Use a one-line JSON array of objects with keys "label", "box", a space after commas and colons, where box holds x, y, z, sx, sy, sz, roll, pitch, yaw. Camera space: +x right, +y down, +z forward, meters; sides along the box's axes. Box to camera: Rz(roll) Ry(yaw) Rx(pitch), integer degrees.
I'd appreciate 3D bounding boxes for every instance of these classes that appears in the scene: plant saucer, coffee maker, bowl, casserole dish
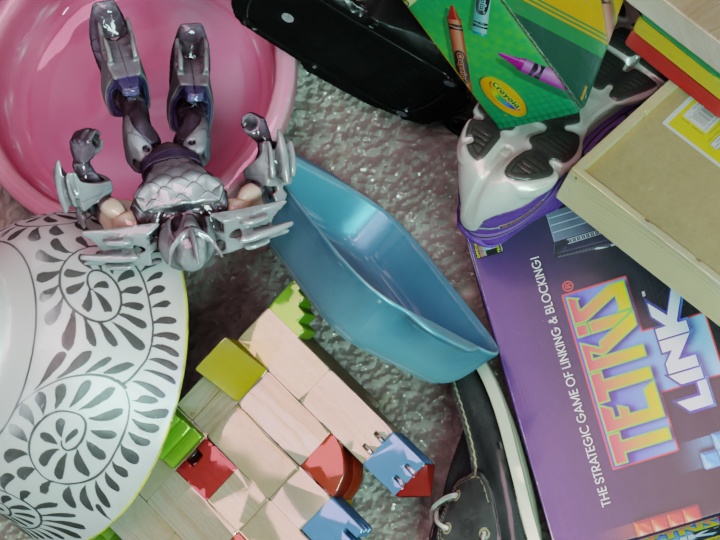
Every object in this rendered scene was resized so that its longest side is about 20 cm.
[{"label": "plant saucer", "box": [-0.132, -0.109, 1.688, 0.200, 0.051, 0.201, -4, 71, 11]}, {"label": "coffee maker", "box": [0.045, -0.198, 1.644, 0.135, 0.192, 0.200, 4, 62, 49]}, {"label": "bowl", "box": [-0.190, 0.048, 1.564, 0.201, 0.094, 0.201, -22, 61, 47]}, {"label": "casserole dish", "box": [0.000, 0.000, 1.570, 0.039, 0.121, 0.200, -52, 38, 13]}]

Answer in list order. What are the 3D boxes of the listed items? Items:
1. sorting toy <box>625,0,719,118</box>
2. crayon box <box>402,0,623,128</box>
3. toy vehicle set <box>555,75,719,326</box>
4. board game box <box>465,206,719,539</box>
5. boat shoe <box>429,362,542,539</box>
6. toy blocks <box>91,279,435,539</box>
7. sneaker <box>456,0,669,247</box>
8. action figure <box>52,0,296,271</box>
[{"label": "sorting toy", "box": [0.265, -0.130, 1.556, 0.199, 0.070, 0.200, 40, 51, 13]}, {"label": "crayon box", "box": [0.094, -0.190, 1.528, 0.058, 0.119, 0.200, -11, 42, 37]}, {"label": "toy vehicle set", "box": [0.214, -0.060, 1.549, 0.124, 0.027, 0.200, 40, 52, 13]}, {"label": "board game box", "box": [0.164, 0.053, 1.566, 0.165, 0.057, 0.200, -17, 68, 4]}, {"label": "boat shoe", "box": [0.067, 0.138, 1.547, 0.068, 0.072, 0.200, -11, 71, 3]}, {"label": "toy blocks", "box": [-0.050, 0.123, 1.573, 0.137, 0.100, 0.200, 45, 95, 13]}, {"label": "sneaker", "box": [0.112, -0.086, 1.588, 0.081, 0.083, 0.200, 38, 54, 17]}, {"label": "action figure", "box": [-0.107, -0.066, 1.551, 0.130, 0.069, 0.200, 0, 39, -14]}]
